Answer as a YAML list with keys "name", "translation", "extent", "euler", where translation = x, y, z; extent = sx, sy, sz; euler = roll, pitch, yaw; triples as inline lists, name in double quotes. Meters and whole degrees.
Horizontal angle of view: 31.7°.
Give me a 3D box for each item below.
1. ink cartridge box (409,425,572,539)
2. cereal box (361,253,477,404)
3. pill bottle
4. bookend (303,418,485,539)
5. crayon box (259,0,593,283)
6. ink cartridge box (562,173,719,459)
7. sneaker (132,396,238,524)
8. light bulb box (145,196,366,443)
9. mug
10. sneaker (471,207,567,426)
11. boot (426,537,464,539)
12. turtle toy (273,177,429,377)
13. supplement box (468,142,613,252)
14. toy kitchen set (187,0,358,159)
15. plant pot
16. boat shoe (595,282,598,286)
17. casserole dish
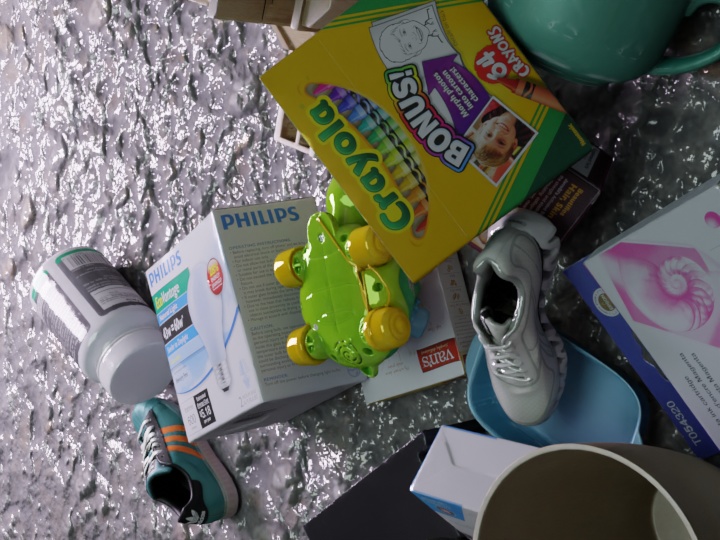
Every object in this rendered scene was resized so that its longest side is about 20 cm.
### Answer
- name: "ink cartridge box"
  translation: [0.148, 0.214, 1.080]
  extent: [0.116, 0.200, 0.067]
  euler: [7, 62, 45]
- name: "cereal box"
  translation: [0.039, 0.020, 1.243]
  extent: [0.144, 0.039, 0.200]
  euler: [-24, 76, 46]
- name: "pill bottle"
  translation: [-0.315, 0.068, 1.560]
  extent: [0.200, 0.113, 0.113]
  euler: [44, 122, 35]
- name: "bookend"
  translation: [0.071, 0.276, 1.193]
  extent: [0.200, 0.092, 0.199]
  euler: [-45, 64, 37]
- name: "crayon box"
  translation: [0.051, -0.120, 0.987]
  extent: [0.172, 0.058, 0.200]
  euler: [-37, 89, 3]
- name: "ink cartridge box"
  translation: [0.260, 0.049, 0.948]
  extent: [0.196, 0.043, 0.200]
  euler: [54, 140, 1]
- name: "sneaker"
  translation: [-0.228, 0.223, 1.503]
  extent: [0.200, 0.080, 0.071]
  euler: [43, 122, 35]
- name: "light bulb box"
  translation: [-0.114, 0.054, 1.322]
  extent: [0.198, 0.125, 0.200]
  euler: [-34, 69, 54]
- name: "mug"
  translation: [0.187, -0.207, 0.993]
  extent: [0.185, 0.152, 0.115]
  euler: [42, 120, 36]
- name: "sneaker"
  translation: [0.124, 0.051, 1.044]
  extent: [0.075, 0.081, 0.200]
  euler: [6, 122, 27]
- name: "boot"
  translation: [0.106, 0.321, 1.107]
  extent: [0.200, 0.078, 0.138]
  euler: [33, 131, -10]
- name: "turtle toy"
  translation: [0.000, 0.000, 1.180]
  extent: [0.146, 0.101, 0.200]
  euler: [-14, 83, 46]
- name: "supplement box"
  translation: [0.099, -0.097, 1.076]
  extent: [0.200, 0.086, 0.110]
  euler: [34, 121, 1]
- name: "toy kitchen set"
  translation: [-0.065, -0.194, 1.219]
  extent: [0.163, 0.200, 0.181]
  euler: [26, 111, 42]
- name: "plant pot"
  translation: [0.217, 0.209, 0.954]
  extent: [0.187, 0.200, 0.188]
  euler: [2, 94, 39]
- name: "boat shoe"
  translation: [0.270, 0.004, 0.982]
  extent: [0.200, 0.071, 0.091]
  euler: [-29, 72, 43]
- name: "casserole dish"
  translation: [0.175, 0.115, 1.112]
  extent: [0.200, 0.039, 0.121]
  euler: [34, 116, 38]
